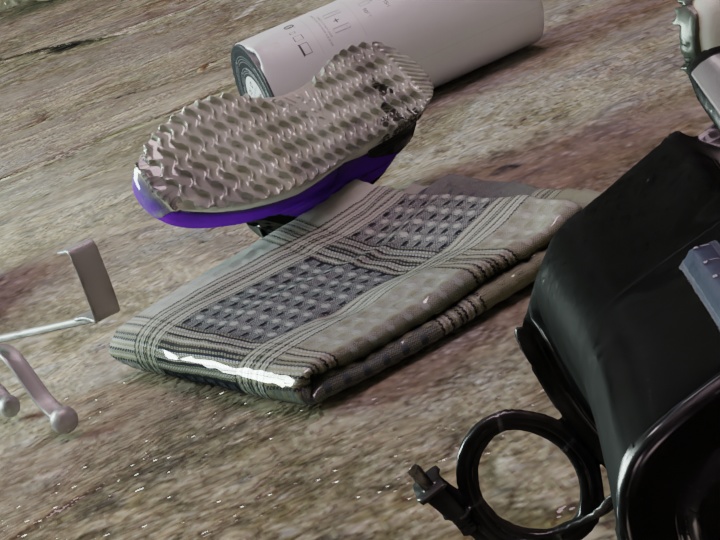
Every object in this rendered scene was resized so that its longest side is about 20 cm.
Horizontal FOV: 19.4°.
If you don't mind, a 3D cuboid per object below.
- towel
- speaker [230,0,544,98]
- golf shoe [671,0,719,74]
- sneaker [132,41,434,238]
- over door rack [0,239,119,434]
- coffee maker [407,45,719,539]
[{"bbox_3d":[0.000,0.000,1.002,0.199,0.035,0.192,-28,17,-27],"label":"towel"},{"bbox_3d":[0.020,-0.150,1.383,0.199,0.082,0.081,-26,17,-16],"label":"speaker"},{"bbox_3d":[0.241,-0.140,0.981,0.199,0.078,0.088,-24,24,-12],"label":"golf shoe"},{"bbox_3d":[-0.045,-0.047,1.122,0.200,0.070,0.100,-25,-26,-42],"label":"sneaker"},{"bbox_3d":[-0.192,0.069,0.926,0.147,0.067,0.200,-30,-3,-28],"label":"over door rack"},{"bbox_3d":[0.114,0.051,0.573,0.193,0.134,0.200,-57,9,14],"label":"coffee maker"}]
